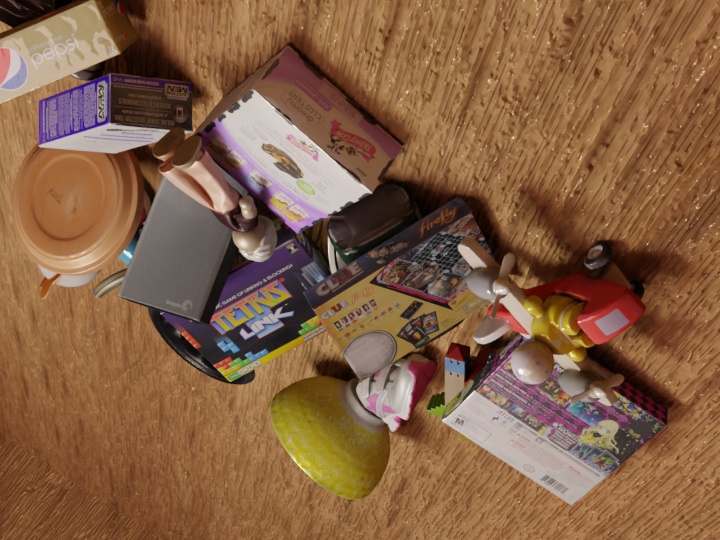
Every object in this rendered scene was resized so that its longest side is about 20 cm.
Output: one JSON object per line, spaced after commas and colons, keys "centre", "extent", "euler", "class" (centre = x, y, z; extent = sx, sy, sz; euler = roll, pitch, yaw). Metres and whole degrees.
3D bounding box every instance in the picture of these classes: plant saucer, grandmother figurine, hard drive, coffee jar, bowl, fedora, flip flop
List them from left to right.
{"centre": [-0.376, -0.094, 1.861], "extent": [0.200, 0.201, 0.032], "euler": [22, -178, 25], "class": "plant saucer"}
{"centre": [-0.271, 0.013, 1.954], "extent": [0.081, 0.200, 0.058], "euler": [-142, 39, -88], "class": "flip flop"}
{"centre": [-0.207, -0.043, 1.738], "extent": [0.139, 0.200, 0.033], "euler": [14, 171, 35], "class": "hard drive"}
{"centre": [-0.214, 0.078, 2.081], "extent": [0.200, 0.092, 0.201], "euler": [27, 154, 14], "class": "fedora"}
{"centre": [-0.160, -0.080, 1.626], "extent": [0.121, 0.061, 0.200], "euler": [40, 171, 48], "class": "grandmother figurine"}
{"centre": [-0.022, 0.220, 2.056], "extent": [0.200, 0.200, 0.108], "euler": [40, 112, -13], "class": "bowl"}
{"centre": [0.046, 0.000, 1.618], "extent": [0.200, 0.104, 0.085], "euler": [60, -179, -42], "class": "coffee jar"}

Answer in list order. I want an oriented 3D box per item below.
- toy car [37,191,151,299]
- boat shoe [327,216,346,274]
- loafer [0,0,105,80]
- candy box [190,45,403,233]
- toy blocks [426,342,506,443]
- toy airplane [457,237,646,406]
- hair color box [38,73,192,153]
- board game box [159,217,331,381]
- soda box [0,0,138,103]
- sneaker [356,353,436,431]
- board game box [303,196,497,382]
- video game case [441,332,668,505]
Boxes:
{"centre": [-0.391, -0.041, 1.957], "extent": [0.184, 0.200, 0.177], "euler": [44, 153, -18], "class": "toy car"}
{"centre": [0.001, -0.002, 1.716], "extent": [0.060, 0.072, 0.202], "euler": [3, 138, 13], "class": "boat shoe"}
{"centre": [-0.364, -0.307, 1.633], "extent": [0.200, 0.073, 0.071], "euler": [38, 122, -8], "class": "loafer"}
{"centre": [-0.074, -0.138, 1.558], "extent": [0.168, 0.072, 0.200], "euler": [41, 155, -14], "class": "candy box"}
{"centre": [0.182, 0.142, 1.735], "extent": [0.200, 0.100, 0.137], "euler": [15, 141, 15], "class": "toy blocks"}
{"centre": [0.187, 0.059, 1.487], "extent": [0.200, 0.141, 0.199], "euler": [21, 147, 14], "class": "toy airplane"}
{"centre": [-0.295, -0.185, 1.694], "extent": [0.109, 0.065, 0.200], "euler": [2, 177, -37], "class": "hair color box"}
{"centre": [-0.129, 0.037, 1.797], "extent": [0.200, 0.057, 0.165], "euler": [-29, 134, 13], "class": "board game box"}
{"centre": [-0.353, -0.245, 1.582], "extent": [0.200, 0.064, 0.068], "euler": [-18, 109, 19], "class": "soda box"}
{"centre": [0.039, 0.157, 1.930], "extent": [0.088, 0.081, 0.200], "euler": [32, 154, 1], "class": "sneaker"}
{"centre": [0.054, 0.022, 1.557], "extent": [0.136, 0.200, 0.035], "euler": [60, 179, -42], "class": "board game box"}
{"centre": [0.226, 0.170, 1.669], "extent": [0.200, 0.036, 0.181], "euler": [33, 127, -9], "class": "video game case"}
